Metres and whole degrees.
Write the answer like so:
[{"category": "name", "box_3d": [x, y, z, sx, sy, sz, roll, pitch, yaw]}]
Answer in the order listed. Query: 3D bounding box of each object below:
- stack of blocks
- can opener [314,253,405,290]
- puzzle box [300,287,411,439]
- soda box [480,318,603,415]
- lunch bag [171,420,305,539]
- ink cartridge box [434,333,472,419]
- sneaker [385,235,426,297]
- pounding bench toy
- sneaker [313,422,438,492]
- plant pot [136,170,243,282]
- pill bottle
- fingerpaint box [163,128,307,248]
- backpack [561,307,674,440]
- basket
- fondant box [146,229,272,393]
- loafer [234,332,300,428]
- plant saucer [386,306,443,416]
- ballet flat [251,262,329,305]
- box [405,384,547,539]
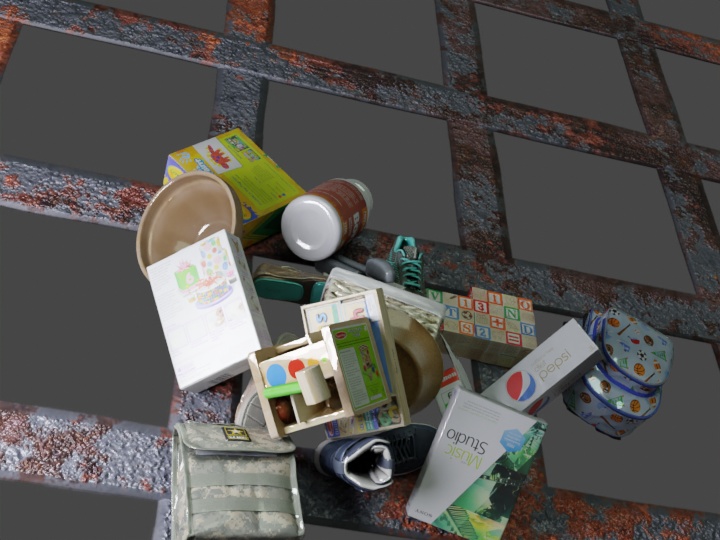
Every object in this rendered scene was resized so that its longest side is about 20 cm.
[{"category": "stack of blocks", "box_3d": [0.197, 0.091, 1.828, 0.197, 0.059, 0.116, 12, 44, -10]}, {"category": "can opener", "box_3d": [0.000, 0.000, 1.780, 0.052, 0.068, 0.199, -7, 17, -39]}, {"category": "puzzle box", "box_3d": [-0.009, 0.136, 1.549, 0.025, 0.131, 0.203, -7, 84, -63]}, {"category": "soda box", "box_3d": [0.288, 0.171, 1.701, 0.199, 0.064, 0.068, -40, 62, 4]}, {"category": "lunch bag", "box_3d": [-0.171, 0.290, 1.445, 0.162, 0.118, 0.202, 6, 47, -20]}, {"category": "ink cartridge box", "box_3d": [0.152, 0.209, 1.659, 0.050, 0.109, 0.202, -26, 51, 8]}, {"category": "sneaker", "box_3d": [0.076, 0.005, 1.801, 0.076, 0.092, 0.201, 8, 25, -14]}, {"category": "pounding bench toy", "box_3d": [-0.079, 0.154, 1.459, 0.199, 0.154, 0.126, -7, 79, -64]}, {"category": "sneaker", "box_3d": [0.049, 0.267, 1.533, 0.199, 0.146, 0.078, -8, 87, -21]}, {"category": "plant pot", "box_3d": [-0.259, -0.051, 1.730, 0.093, 0.200, 0.202, 33, 21, -55]}, {"category": "pill bottle", "box_3d": [-0.050, -0.096, 1.850, 0.111, 0.113, 0.200, 31, 26, 10]}, {"category": "fingerpaint box", "box_3d": [-0.220, -0.142, 1.877, 0.200, 0.074, 0.166, 43, 46, 21]}, {"category": "backpack", "box_3d": [0.428, 0.174, 1.784, 0.198, 0.155, 0.192, 25, 54, -1]}, {"category": "basket", "box_3d": [0.021, 0.108, 1.689, 0.197, 0.136, 0.124, 18, 46, -2]}, {"category": "fondant box", "box_3d": [-0.225, 0.061, 1.595, 0.058, 0.143, 0.202, 29, 39, -67]}, {"category": "loafer", "box_3d": [-0.143, 0.189, 1.605, 0.072, 0.063, 0.202, 37, 56, -22]}, {"category": "plant saucer", "box_3d": [0.026, 0.149, 1.599, 0.198, 0.202, 0.036, 23, 30, 1]}, {"category": "ballet flat", "box_3d": [-0.085, 0.026, 1.778, 0.197, 0.069, 0.068, 16, 29, -8]}, {"category": "box", "box_3d": [0.167, 0.285, 1.540, 0.143, 0.202, 0.036, 21, 6, -5]}]
